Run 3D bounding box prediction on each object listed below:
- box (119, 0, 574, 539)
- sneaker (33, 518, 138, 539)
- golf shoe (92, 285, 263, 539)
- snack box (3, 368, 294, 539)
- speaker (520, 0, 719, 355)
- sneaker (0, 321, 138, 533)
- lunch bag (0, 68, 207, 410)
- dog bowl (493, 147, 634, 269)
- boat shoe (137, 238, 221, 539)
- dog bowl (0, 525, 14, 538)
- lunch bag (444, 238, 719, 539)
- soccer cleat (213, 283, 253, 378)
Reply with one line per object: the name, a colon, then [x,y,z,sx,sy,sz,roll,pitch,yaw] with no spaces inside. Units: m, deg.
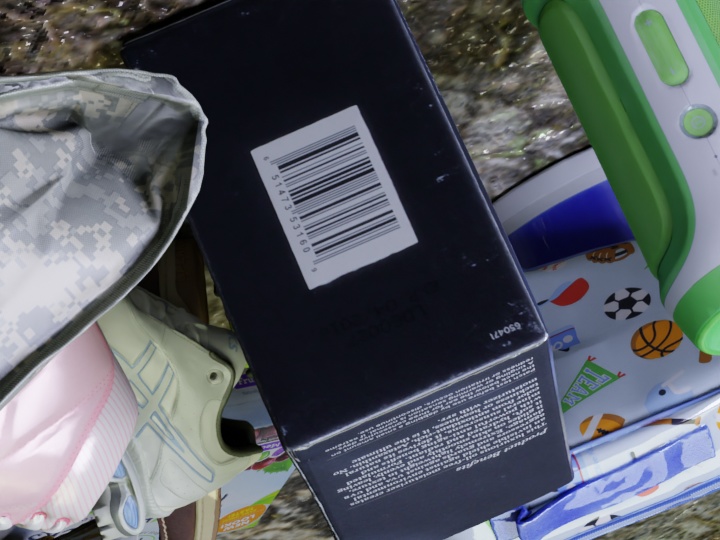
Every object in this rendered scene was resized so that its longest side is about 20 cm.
box: [0.000,0.000,1.202,0.123,0.201,0.199,-23,158,-2]
sneaker: [-0.146,0.177,1.385,0.075,0.088,0.200,-23,178,-24]
golf shoe: [-0.104,0.030,1.269,0.097,0.078,0.201,-18,132,-3]
snack box: [-0.130,0.108,1.495,0.199,0.053,0.142,-10,155,-28]
speaker: [0.137,-0.067,1.182,0.088,0.201,0.089,-19,157,-9]
sneaker: [-0.177,0.096,1.172,0.200,0.075,0.105,-43,127,-11]
lunch bag: [-0.165,-0.008,1.067,0.200,0.118,0.164,-45,-164,-23]
dog bowl: [0.145,0.005,1.503,0.199,0.079,0.200,-20,157,-9]
boat shoe: [-0.108,0.068,1.371,0.071,0.072,0.201,-4,134,-3]
dog bowl: [-0.254,0.093,1.294,0.199,0.079,0.200,-20,156,-9]
lunch bag: [0.099,0.069,1.332,0.199,0.161,0.076,-24,126,-1]
soccer cleat: [-0.009,0.023,1.405,0.083,0.065,0.200,-17,166,20]
